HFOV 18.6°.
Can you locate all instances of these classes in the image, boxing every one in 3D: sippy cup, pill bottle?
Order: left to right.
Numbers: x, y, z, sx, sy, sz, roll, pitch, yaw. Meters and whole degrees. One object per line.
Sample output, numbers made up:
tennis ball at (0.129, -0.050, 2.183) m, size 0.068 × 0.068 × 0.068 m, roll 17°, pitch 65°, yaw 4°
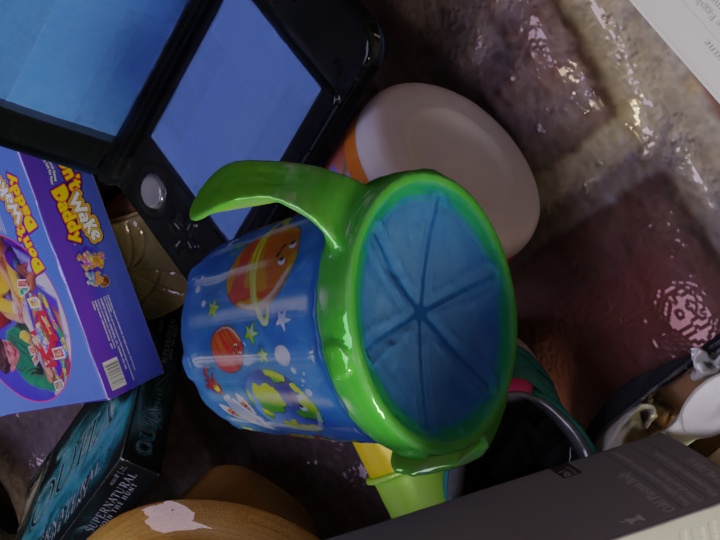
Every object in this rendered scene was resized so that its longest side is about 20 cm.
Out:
sippy cup at (-0.013, 0.026, 1.073) m, size 0.130 × 0.139 × 0.179 m, roll -8°, pitch 97°, yaw 39°
pill bottle at (0.000, 0.000, 1.197) m, size 0.112 × 0.112 × 0.200 m, roll 51°, pitch 130°, yaw 12°

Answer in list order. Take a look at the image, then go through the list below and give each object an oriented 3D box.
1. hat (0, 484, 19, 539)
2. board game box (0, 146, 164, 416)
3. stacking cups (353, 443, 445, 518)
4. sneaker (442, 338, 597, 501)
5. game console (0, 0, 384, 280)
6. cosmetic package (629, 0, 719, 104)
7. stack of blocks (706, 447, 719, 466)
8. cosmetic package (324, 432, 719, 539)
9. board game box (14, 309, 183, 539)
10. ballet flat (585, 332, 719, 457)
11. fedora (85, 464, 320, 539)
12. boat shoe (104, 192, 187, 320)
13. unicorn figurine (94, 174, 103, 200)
hat at (-0.288, 0.159, 1.499) m, size 0.201 × 0.201 × 0.081 m, roll 42°, pitch 88°, yaw 19°
board game box at (-0.204, -0.018, 1.305) m, size 0.134 × 0.045 × 0.201 m, roll -11°, pitch 101°, yaw 49°
stacking cups at (0.056, 0.159, 1.256) m, size 0.060 × 0.060 × 0.201 m, roll -23°, pitch 97°, yaw 42°
sneaker at (0.089, 0.140, 1.163) m, size 0.083 × 0.121 × 0.201 m, roll -11°, pitch 98°, yaw 0°
game console at (-0.110, -0.099, 1.139) m, size 0.171 × 0.118 × 0.200 m, roll 52°, pitch 129°, yaw 26°
cosmetic package at (0.228, -0.160, 0.945) m, size 0.200 × 0.123 × 0.200 m, roll 51°, pitch 129°, yaw 12°
stack of blocks at (0.256, 0.162, 1.047) m, size 0.059 × 0.115 × 0.201 m, roll -45°, pitch 59°, yaw 39°
cosmetic package at (0.081, 0.152, 1.028) m, size 0.107 × 0.199 × 0.091 m, roll -149°, pitch 48°, yaw -67°
board game box at (-0.170, 0.129, 1.375) m, size 0.028 × 0.136 × 0.200 m, roll 26°, pitch 129°, yaw -16°
ballet flat at (0.164, 0.079, 1.123) m, size 0.200 × 0.073 × 0.073 m, roll -42°, pitch 79°, yaw 41°
fedora at (-0.078, 0.181, 1.323) m, size 0.199 × 0.082 × 0.201 m, roll 5°, pitch 137°, yaw 5°
boat shoe at (-0.109, -0.028, 1.308) m, size 0.200 × 0.068 × 0.072 m, roll -29°, pitch 111°, yaw 41°
unicorn figurine at (-0.193, -0.085, 1.358) m, size 0.137 × 0.074 × 0.201 m, roll 13°, pitch 129°, yaw 27°
